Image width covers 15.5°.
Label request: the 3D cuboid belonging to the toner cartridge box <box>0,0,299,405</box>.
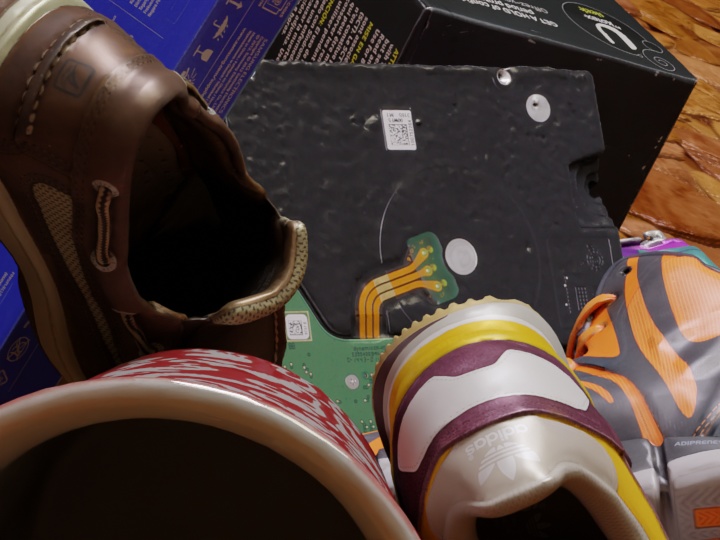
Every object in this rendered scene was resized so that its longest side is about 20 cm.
[{"bbox_3d":[-0.098,-0.052,0.822,0.095,0.200,0.043,37,8,27],"label":"toner cartridge box"}]

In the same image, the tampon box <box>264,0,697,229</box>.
[{"bbox_3d":[0.019,-0.091,1.164,0.150,0.127,0.200,11,26,-34],"label":"tampon box"}]

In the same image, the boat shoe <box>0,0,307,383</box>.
[{"bbox_3d":[-0.051,-0.001,0.734,0.075,0.075,0.202,22,-16,25],"label":"boat shoe"}]

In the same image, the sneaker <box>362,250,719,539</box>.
[{"bbox_3d":[0.055,0.055,0.822,0.199,0.078,0.112,-3,38,10],"label":"sneaker"}]

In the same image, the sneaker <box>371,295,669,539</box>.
[{"bbox_3d":[0.061,0.106,0.722,0.200,0.075,0.090,59,6,-32],"label":"sneaker"}]

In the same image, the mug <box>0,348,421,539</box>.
[{"bbox_3d":[-0.048,0.102,0.631,0.133,0.178,0.200,6,4,0],"label":"mug"}]

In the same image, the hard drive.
[{"bbox_3d":[0.000,0.000,0.894,0.199,0.038,0.140,-2,76,-32],"label":"hard drive"}]

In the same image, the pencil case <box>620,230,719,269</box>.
[{"bbox_3d":[0.042,0.013,0.989,0.199,0.093,0.085,14,-15,-26],"label":"pencil case"}]
